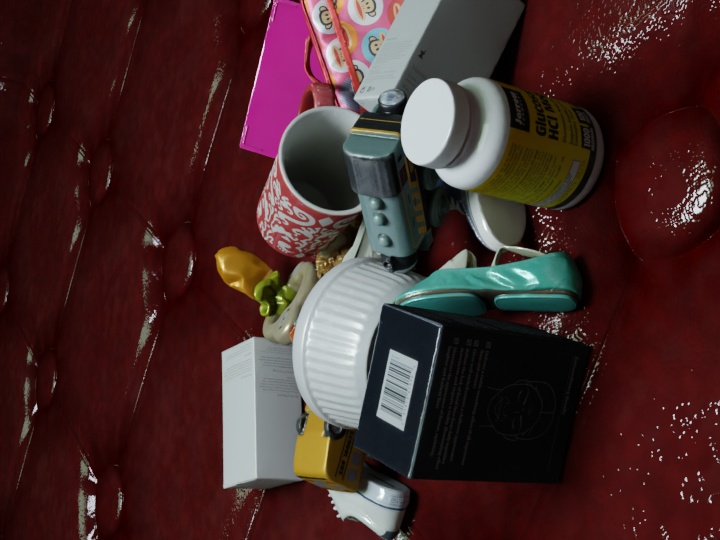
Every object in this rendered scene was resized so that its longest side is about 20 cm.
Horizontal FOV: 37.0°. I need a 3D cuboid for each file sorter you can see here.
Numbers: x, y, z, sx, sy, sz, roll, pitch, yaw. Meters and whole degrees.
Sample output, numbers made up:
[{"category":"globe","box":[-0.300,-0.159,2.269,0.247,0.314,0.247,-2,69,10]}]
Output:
[{"category":"file sorter","box":[-0.063,-0.253,1.459,0.126,0.137,0.202,-64,-10,-74]}]

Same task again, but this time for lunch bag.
[{"category":"lunch bag","box":[0.009,-0.284,1.325,0.174,0.082,0.202,-18,97,15]}]

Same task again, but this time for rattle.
[{"category":"rattle","box":[-0.120,0.033,1.468,0.130,0.143,0.200,-35,19,12]}]

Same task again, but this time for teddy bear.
[{"category":"teddy bear","box":[0.000,0.000,1.398,0.146,0.066,0.201,-55,43,30]}]

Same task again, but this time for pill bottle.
[{"category":"pill bottle","box":[0.144,-0.132,1.096,0.112,0.198,0.114,-16,70,53]}]

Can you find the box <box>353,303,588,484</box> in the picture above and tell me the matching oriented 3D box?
[{"category":"box","box":[0.112,0.125,1.085,0.107,0.198,0.150,18,97,56]}]

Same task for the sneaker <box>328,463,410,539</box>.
[{"category":"sneaker","box":[-0.016,0.278,1.355,0.199,0.072,0.072,18,95,56]}]

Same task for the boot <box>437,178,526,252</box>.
[{"category":"boot","box":[0.128,-0.088,1.232,0.090,0.072,0.202,-46,38,42]}]

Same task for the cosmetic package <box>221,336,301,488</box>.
[{"category":"cosmetic package","box":[-0.143,0.207,1.548,0.107,0.084,0.203,-24,64,52]}]

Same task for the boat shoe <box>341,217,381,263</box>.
[{"category":"boat shoe","box":[0.026,-0.042,1.316,0.072,0.060,0.204,67,-135,-82]}]

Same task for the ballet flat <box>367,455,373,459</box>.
[{"category":"ballet flat","box":[-0.028,0.165,1.403,0.072,0.071,0.201,-58,40,30]}]

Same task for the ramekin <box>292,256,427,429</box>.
[{"category":"ramekin","box":[0.030,0.089,1.229,0.104,0.199,0.203,10,91,46]}]

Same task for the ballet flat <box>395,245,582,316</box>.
[{"category":"ballet flat","box":[0.135,0.011,1.140,0.197,0.067,0.071,-4,62,17]}]

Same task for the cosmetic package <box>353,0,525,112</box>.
[{"category":"cosmetic package","box":[0.091,-0.250,1.226,0.081,0.112,0.202,13,74,56]}]

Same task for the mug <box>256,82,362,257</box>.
[{"category":"mug","box":[-0.048,-0.115,1.324,0.179,0.132,0.200,-67,8,-23]}]

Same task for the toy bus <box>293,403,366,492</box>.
[{"category":"toy bus","box":[-0.021,0.161,1.314,0.065,0.078,0.202,-7,60,48]}]

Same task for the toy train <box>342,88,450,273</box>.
[{"category":"toy train","box":[0.038,-0.092,1.157,0.084,0.114,0.201,12,138,25]}]
